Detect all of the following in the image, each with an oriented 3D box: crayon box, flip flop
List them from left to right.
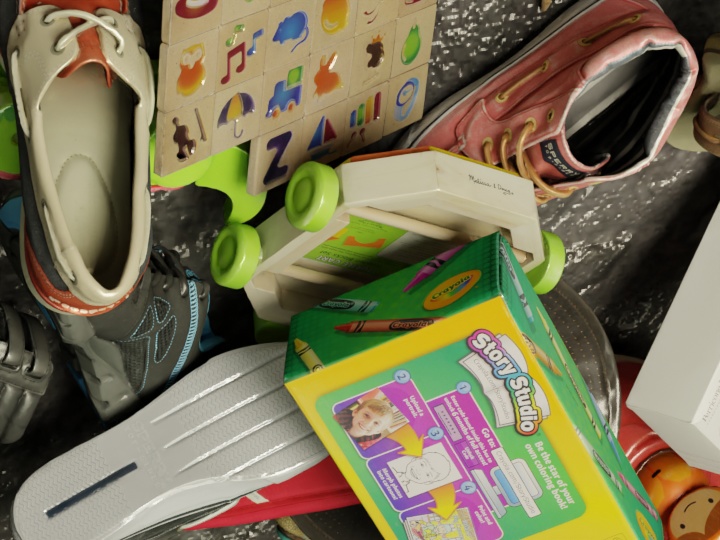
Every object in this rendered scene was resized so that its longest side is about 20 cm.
[{"bbox_3d":[0.060,0.091,1.040,0.118,0.058,0.201,-22,118,17],"label":"crayon box"},{"bbox_3d":[0.198,-0.078,1.071,0.080,0.200,0.058,9,80,-8],"label":"flip flop"}]

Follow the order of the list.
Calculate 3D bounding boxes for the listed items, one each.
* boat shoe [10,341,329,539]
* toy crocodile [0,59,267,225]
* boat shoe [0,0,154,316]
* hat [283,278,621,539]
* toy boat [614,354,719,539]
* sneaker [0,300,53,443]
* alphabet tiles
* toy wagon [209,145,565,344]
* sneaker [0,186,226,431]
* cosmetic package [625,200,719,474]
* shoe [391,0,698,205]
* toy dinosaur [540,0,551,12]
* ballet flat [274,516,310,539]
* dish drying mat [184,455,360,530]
[{"bbox_3d":[-0.089,0.095,1.091,0.199,0.073,0.071,-22,168,-7],"label":"boat shoe"},{"bbox_3d":[-0.136,-0.065,1.011,0.198,0.068,0.062,6,120,-25],"label":"toy crocodile"},{"bbox_3d":[-0.125,-0.080,0.929,0.071,0.063,0.202,-1,85,-20],"label":"boat shoe"},{"bbox_3d":[0.047,0.078,1.162,0.200,0.201,0.081,-38,171,5],"label":"hat"},{"bbox_3d":[0.183,0.133,1.222,0.199,0.131,0.131,14,105,-29],"label":"toy boat"},{"bbox_3d":[-0.200,0.016,1.035,0.098,0.071,0.201,-4,133,-22],"label":"sneaker"},{"bbox_3d":[-0.025,-0.119,0.996,0.199,0.008,0.168,-27,135,-43],"label":"alphabet tiles"},{"bbox_3d":[0.000,0.000,1.065,0.154,0.040,0.200,15,148,-34],"label":"toy wagon"},{"bbox_3d":[-0.123,0.006,1.047,0.082,0.073,0.200,-31,153,-9],"label":"sneaker"},{"bbox_3d":[0.223,0.008,1.154,0.082,0.050,0.201,39,72,-42],"label":"cosmetic package"},{"bbox_3d":[0.085,-0.064,1.077,0.200,0.091,0.071,-41,111,8],"label":"shoe"},{"bbox_3d":[0.118,-0.218,1.020,0.106,0.061,0.201,22,111,-34],"label":"toy dinosaur"},{"bbox_3d":[0.042,0.148,1.228,0.199,0.071,0.071,18,113,-31],"label":"ballet flat"},{"bbox_3d":[-0.013,0.088,1.116,0.198,0.018,0.077,-11,91,15],"label":"dish drying mat"}]
